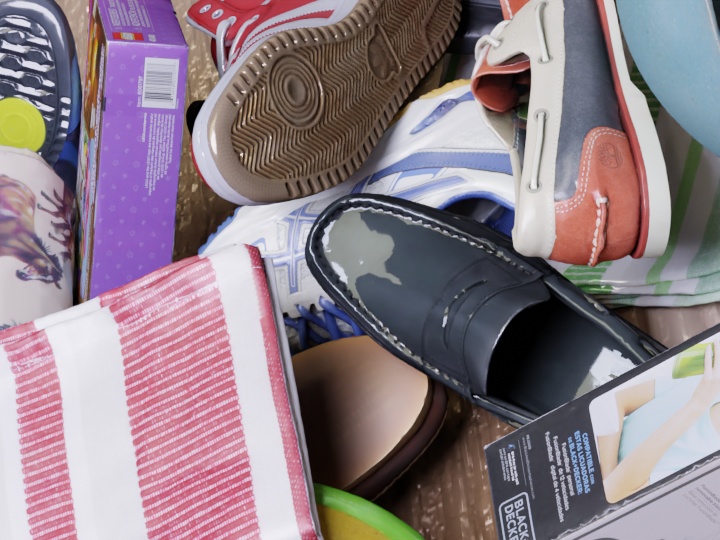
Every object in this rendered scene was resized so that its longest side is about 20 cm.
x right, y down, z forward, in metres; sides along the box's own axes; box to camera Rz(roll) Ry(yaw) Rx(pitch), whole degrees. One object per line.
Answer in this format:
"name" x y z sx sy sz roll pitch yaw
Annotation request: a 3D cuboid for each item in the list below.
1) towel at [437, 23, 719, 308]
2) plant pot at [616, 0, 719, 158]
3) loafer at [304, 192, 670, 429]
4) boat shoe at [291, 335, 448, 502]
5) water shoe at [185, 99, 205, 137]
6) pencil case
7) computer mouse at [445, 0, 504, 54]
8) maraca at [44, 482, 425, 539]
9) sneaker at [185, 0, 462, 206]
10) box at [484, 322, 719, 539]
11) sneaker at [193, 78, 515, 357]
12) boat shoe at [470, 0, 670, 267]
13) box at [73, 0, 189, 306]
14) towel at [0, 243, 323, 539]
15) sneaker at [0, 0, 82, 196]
"towel" 0.104 -0.049 1.276 0.199 0.023 0.153 -5 58 39
"plant pot" 0.179 -0.121 1.151 0.135 0.200 0.201 1 61 61
"loafer" 0.061 0.024 1.167 0.200 0.070 0.068 31 89 19
"boat shoe" -0.042 0.097 1.262 0.200 0.070 0.071 -31 57 18
"water shoe" -0.007 -0.124 1.384 0.071 0.079 0.200 20 76 46
"pencil case" -0.167 0.050 1.271 0.089 0.078 0.201 -37 48 51
"computer mouse" 0.091 -0.187 1.362 0.140 0.046 0.201 4 71 9
"maraca" -0.053 0.147 1.182 0.199 0.138 0.107 1 18 15
"sneaker" -0.044 -0.079 1.262 0.112 0.071 0.200 -11 22 36
"box" 0.161 0.072 1.072 0.200 0.117 0.060 -30 43 24
"sneaker" 0.000 0.000 1.256 0.200 0.075 0.088 -38 43 12
"boat shoe" 0.078 -0.076 1.205 0.062 0.071 0.200 -5 43 -7
"box" -0.109 -0.021 1.313 0.137 0.039 0.201 -115 30 -72
"towel" -0.119 0.079 1.169 0.199 0.023 0.144 -20 57 13
"sneaker" -0.163 -0.048 1.404 0.066 0.201 0.078 8 25 10
